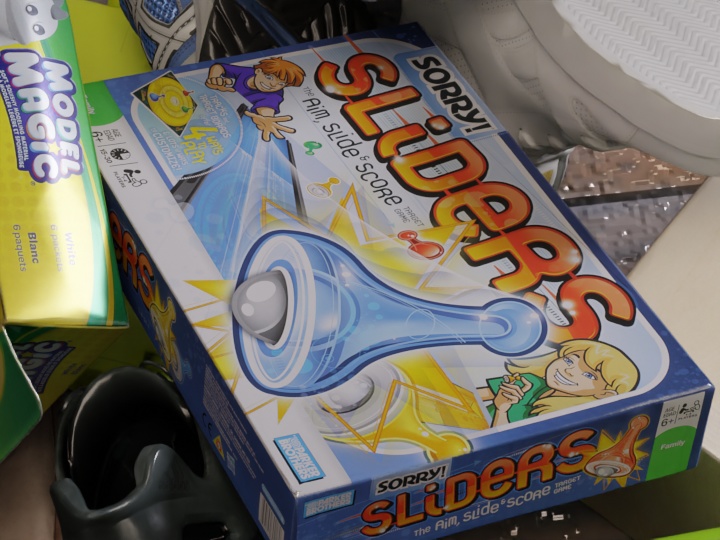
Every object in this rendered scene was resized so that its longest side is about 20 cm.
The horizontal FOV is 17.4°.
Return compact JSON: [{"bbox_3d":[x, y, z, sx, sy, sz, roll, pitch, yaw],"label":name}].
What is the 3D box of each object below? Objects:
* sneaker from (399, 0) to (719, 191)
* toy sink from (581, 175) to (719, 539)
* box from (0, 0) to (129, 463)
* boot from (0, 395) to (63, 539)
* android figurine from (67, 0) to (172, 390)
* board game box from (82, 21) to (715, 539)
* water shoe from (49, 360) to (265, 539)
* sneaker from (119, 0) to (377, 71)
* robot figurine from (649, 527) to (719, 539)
[{"bbox_3d":[0.073,-0.054,0.806,0.074,0.116,0.200,-10,33,-26],"label":"sneaker"},{"bbox_3d":[0.165,0.006,0.815,0.112,0.130,0.200,36,73,16],"label":"toy sink"},{"bbox_3d":[-0.128,-0.025,0.765,0.048,0.117,0.200,4,63,-31],"label":"box"},{"bbox_3d":[-0.169,0.136,0.798,0.146,0.070,0.200,-2,73,-6],"label":"boot"},{"bbox_3d":[-0.074,-0.033,0.890,0.182,0.041,0.200,15,66,8],"label":"android figurine"},{"bbox_3d":[0.000,0.000,0.731,0.135,0.034,0.200,-13,43,-23],"label":"board game box"},{"bbox_3d":[-0.055,0.060,0.745,0.071,0.200,0.079,-20,104,1],"label":"water shoe"},{"bbox_3d":[-0.043,-0.088,0.859,0.076,0.077,0.200,-6,78,-28],"label":"sneaker"},{"bbox_3d":[0.104,0.162,0.733,0.116,0.176,0.200,-29,37,-32],"label":"robot figurine"}]
